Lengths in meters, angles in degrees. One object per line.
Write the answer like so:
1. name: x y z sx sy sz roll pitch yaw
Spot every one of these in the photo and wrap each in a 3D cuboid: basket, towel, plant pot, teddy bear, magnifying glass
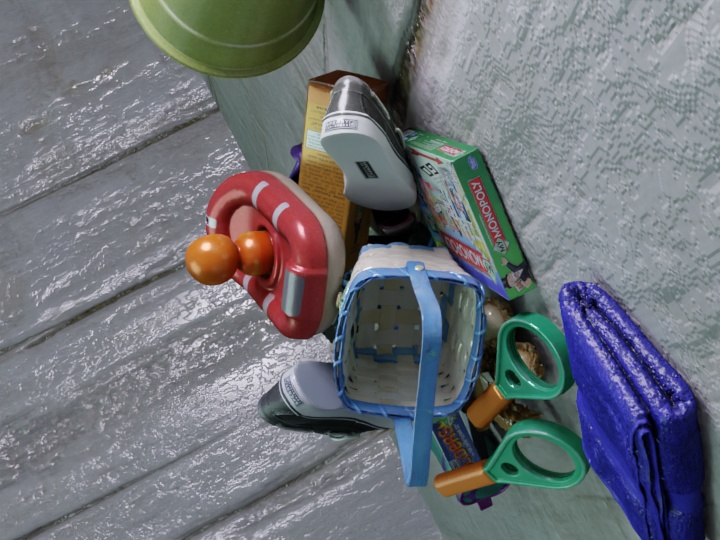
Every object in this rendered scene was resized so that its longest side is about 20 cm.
1. basket: 0.045 0.075 1.060 0.200 0.139 0.177 -110 23 -62
2. towel: 0.194 0.115 0.850 0.148 0.049 0.200 56 170 43
3. plant pot: -0.103 -0.300 1.051 0.200 0.200 0.190 63 160 1
4. teddy bear: 0.141 0.095 1.168 0.145 0.067 0.200 48 160 31
5. magnifying glass: 0.143 0.193 1.132 0.080 0.022 0.200 45 142 -13
6. magnifying glass: 0.140 0.101 1.061 0.080 0.022 0.200 52 153 13

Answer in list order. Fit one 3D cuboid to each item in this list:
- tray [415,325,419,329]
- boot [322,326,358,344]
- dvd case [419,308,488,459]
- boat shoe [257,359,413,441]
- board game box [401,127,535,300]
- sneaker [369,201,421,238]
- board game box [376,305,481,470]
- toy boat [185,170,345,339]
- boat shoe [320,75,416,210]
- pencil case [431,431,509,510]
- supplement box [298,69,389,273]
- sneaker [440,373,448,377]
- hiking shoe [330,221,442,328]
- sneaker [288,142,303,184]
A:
1. tray: 0.056 0.024 1.564 0.107 0.022 0.200 -113 3 -68
2. boot: -0.009 -0.013 1.418 0.198 0.162 0.073 55 159 -11
3. dvd case: 0.121 0.143 1.508 0.143 0.018 0.200 73 177 -54
4. boat shoe: -0.021 0.135 1.148 0.199 0.068 0.074 6 -126 -55
5. board game box: 0.090 -0.058 1.063 0.135 0.029 0.200 66 173 -16
6. sneaker: 0.028 -0.052 1.317 0.088 0.081 0.200 58 172 46
7. board game box: 0.072 0.129 1.277 0.136 0.034 0.200 64 179 -34
8. toy boat: -0.108 -0.017 1.127 0.200 0.130 0.131 44 133 51
9. boat shoe: 0.013 -0.113 1.076 0.200 0.071 0.064 60 -147 -68
10. pencil case: 0.130 0.231 1.615 0.093 0.085 0.200 94 153 -45
11. supplement box: -0.023 -0.097 1.176 0.069 0.067 0.200 16 115 23
12. sneaker: 0.100 0.083 1.339 0.078 0.070 0.200 52 171 22
13. hiking shoe: 0.000 0.000 1.277 0.074 0.200 0.087 -90 -23 -54
14. sneaker: -0.059 -0.069 1.285 0.081 0.083 0.200 49 146 40
